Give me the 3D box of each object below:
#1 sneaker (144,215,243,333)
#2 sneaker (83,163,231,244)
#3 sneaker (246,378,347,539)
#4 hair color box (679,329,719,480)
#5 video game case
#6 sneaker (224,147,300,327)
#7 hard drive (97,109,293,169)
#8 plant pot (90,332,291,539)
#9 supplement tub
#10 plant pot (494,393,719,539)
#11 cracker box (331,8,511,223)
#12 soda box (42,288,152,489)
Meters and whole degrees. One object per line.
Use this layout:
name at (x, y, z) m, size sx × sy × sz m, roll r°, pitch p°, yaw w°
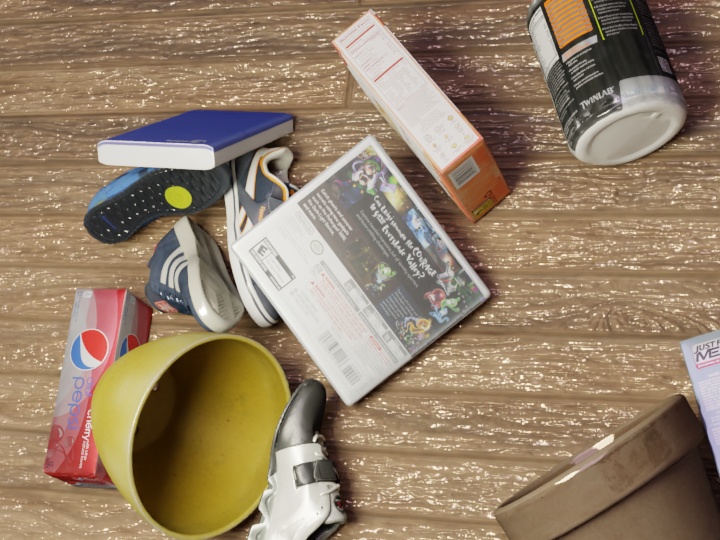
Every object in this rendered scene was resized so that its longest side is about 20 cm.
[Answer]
sneaker at (-0.180, 0.024, 1.449) m, size 0.084 × 0.075 × 0.200 m, roll -42°, pitch 28°, yaw 8°
sneaker at (-0.216, -0.094, 1.513) m, size 0.199 × 0.066 × 0.079 m, roll -20°, pitch 32°, yaw 33°
sneaker at (-0.046, 0.209, 1.364) m, size 0.088 × 0.074 × 0.203 m, roll 10°, pitch 84°, yaw 22°
hair color box at (0.340, 0.160, 1.232) m, size 0.060 × 0.099 × 0.202 m, roll -17°, pitch 66°, yaw 13°
video game case at (0.000, 0.000, 1.398) m, size 0.181 × 0.023 × 0.201 m, roll -37°, pitch 88°, yaw 1°
sneaker at (-0.094, -0.043, 1.468) m, size 0.079 × 0.078 × 0.202 m, roll -18°, pitch 65°, yaw 16°
hard drive at (-0.169, -0.140, 1.473) m, size 0.130 × 0.200 × 0.026 m, roll 4°, pitch 107°, yaw 20°
plant pot at (-0.187, 0.148, 1.383) m, size 0.141 × 0.200 × 0.202 m, roll 13°, pitch 74°, yaw 45°
supplement tub at (0.239, -0.217, 1.394) m, size 0.121 × 0.123 × 0.202 m, roll -19°, pitch 66°, yaw 11°
plant pot at (0.241, 0.230, 1.205) m, size 0.199 × 0.200 × 0.176 m, roll -33°, pitch 81°, yaw 4°
cracker box at (0.062, -0.156, 1.425) m, size 0.058 × 0.134 × 0.201 m, roll -38°, pitch 63°, yaw 2°
soda box at (-0.274, 0.123, 1.472) m, size 0.063 × 0.070 × 0.202 m, roll 0°, pitch 70°, yaw 18°
